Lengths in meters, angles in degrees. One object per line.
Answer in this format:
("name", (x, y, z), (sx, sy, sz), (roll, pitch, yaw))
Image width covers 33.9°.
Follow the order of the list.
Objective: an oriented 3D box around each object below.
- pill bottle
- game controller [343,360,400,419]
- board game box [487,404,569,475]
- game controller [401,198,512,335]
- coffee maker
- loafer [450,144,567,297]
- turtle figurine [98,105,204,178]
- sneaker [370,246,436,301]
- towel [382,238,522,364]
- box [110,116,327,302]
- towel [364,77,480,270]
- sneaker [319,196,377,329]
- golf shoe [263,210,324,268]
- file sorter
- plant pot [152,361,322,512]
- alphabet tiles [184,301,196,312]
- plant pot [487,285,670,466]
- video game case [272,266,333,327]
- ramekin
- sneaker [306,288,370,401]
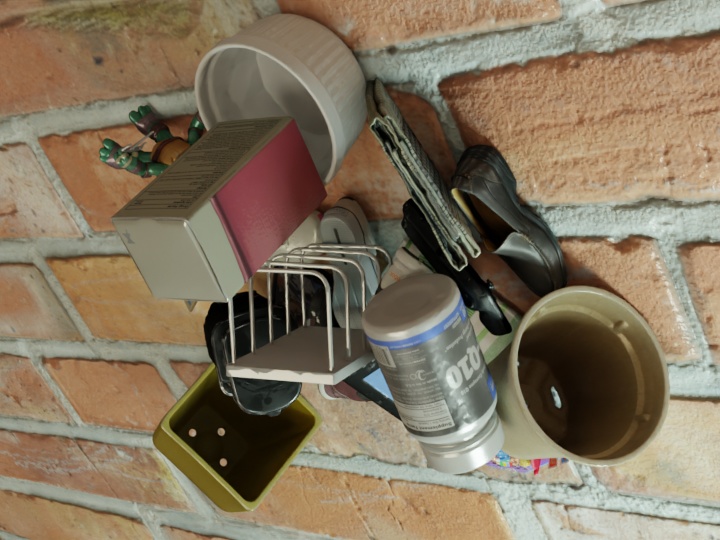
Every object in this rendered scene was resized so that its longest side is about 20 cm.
("pill bottle", (0.085, 0.116, 1.299), (0.113, 0.114, 0.202), (0, 123, 41))
("game controller", (0.058, 0.144, 1.551), (0.104, 0.043, 0.199), (-28, 135, 28))
("board game box", (0.195, 0.237, 1.562), (0.157, 0.039, 0.200), (28, 145, -18))
("game controller", (0.110, -0.005, 1.359), (0.104, 0.042, 0.201), (43, -172, -42))
("coffee maker", (-0.157, 0.090, 1.594), (0.193, 0.134, 0.200), (53, 171, -7))
("loafer", (0.162, -0.041, 1.331), (0.072, 0.072, 0.201), (-20, 114, 48))
("turtle figurine", (-0.251, -0.157, 1.521), (0.199, 0.149, 0.102), (17, 133, 48))
("sneaker", (0.061, 0.040, 1.408), (0.073, 0.080, 0.200), (37, 175, 28))
("towel", (0.112, 0.054, 1.512), (0.199, 0.023, 0.153), (38, 142, 5))
("box", (-0.151, -0.069, 1.297), (0.127, 0.200, 0.110), (2, 129, 40))
("towel", (0.065, -0.111, 1.278), (0.034, 0.200, 0.194), (-29, 109, 10))
("sneaker", (0.000, 0.000, 1.513), (0.072, 0.071, 0.202), (4, 123, 23))
("golf shoe", (-0.123, -0.036, 1.561), (0.199, 0.091, 0.077), (-13, 81, 46))
("file sorter", (-0.052, 0.044, 1.380), (0.137, 0.200, 0.127), (3, 101, 23))
("plant pot", (-0.214, 0.263, 1.882), (0.195, 0.195, 0.200), (43, 149, -4))
("alphabet tiles", (-0.232, -0.070, 1.612), (0.168, 0.007, 0.201), (60, 138, 27))
("plant pot", (0.226, 0.142, 1.380), (0.200, 0.201, 0.183), (42, 154, -3))
("video game case", (-0.049, 0.080, 1.678), (0.179, 0.026, 0.201), (29, 142, 16))
("ramekin", (-0.083, -0.198, 1.364), (0.198, 0.105, 0.202), (24, 140, 22))
("sneaker", (-0.006, 0.107, 1.601), (0.114, 0.076, 0.202), (11, 141, 20))
